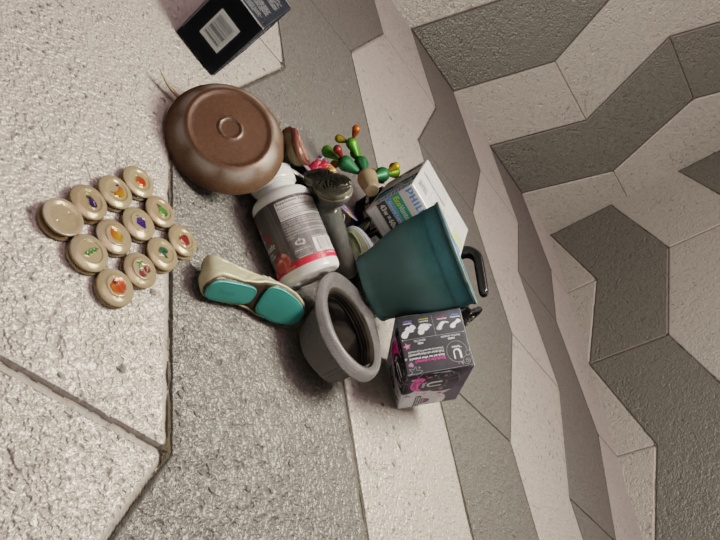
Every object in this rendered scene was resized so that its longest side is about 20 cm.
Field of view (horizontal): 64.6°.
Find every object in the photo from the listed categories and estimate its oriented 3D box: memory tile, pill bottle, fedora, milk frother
[{"bbox_3d":[-0.304,-0.052,0.742,0.155,0.017,0.200,56,28,-13],"label":"memory tile"},{"bbox_3d":[-0.122,-0.078,0.988,0.110,0.110,0.203,-7,72,-62],"label":"pill bottle"},{"bbox_3d":[-0.044,0.112,0.974,0.177,0.090,0.202,42,26,-37],"label":"fedora"},{"bbox_3d":[0.234,0.044,1.497,0.201,0.177,0.191,99,-15,-64],"label":"milk frother"}]

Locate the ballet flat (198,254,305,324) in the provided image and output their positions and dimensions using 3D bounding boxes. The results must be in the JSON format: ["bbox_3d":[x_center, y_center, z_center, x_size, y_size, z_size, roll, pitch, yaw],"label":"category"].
[{"bbox_3d":[-0.165,0.027,0.876,0.199,0.069,0.071,29,42,-47],"label":"ballet flat"}]

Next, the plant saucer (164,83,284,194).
[{"bbox_3d":[-0.214,-0.223,0.924,0.197,0.037,0.204,9,69,-23],"label":"plant saucer"}]

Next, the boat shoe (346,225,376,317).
[{"bbox_3d":[0.000,0.000,1.179,0.062,0.071,0.203,9,61,-60],"label":"boat shoe"}]

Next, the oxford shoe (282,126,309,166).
[{"bbox_3d":[-0.142,-0.219,1.055,0.200,0.074,0.072,-131,-161,-70],"label":"oxford shoe"}]

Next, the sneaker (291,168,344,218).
[{"bbox_3d":[-0.122,-0.150,1.124,0.199,0.073,0.085,35,10,-37],"label":"sneaker"}]

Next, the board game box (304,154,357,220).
[{"bbox_3d":[-0.061,-0.192,1.193,0.200,0.039,0.158,48,8,2],"label":"board game box"}]

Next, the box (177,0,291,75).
[{"bbox_3d":[-0.242,-0.495,1.118,0.105,0.147,0.201,49,28,-22],"label":"box"}]

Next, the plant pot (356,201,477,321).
[{"bbox_3d":[0.099,0.000,1.081,0.200,0.185,0.203,-21,90,-79],"label":"plant pot"}]

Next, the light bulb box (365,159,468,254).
[{"bbox_3d":[0.132,-0.110,1.264,0.200,0.124,0.200,57,27,-12],"label":"light bulb box"}]

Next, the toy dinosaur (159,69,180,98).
[{"bbox_3d":[-0.263,-0.266,0.993,0.198,0.058,0.102,12,39,-51],"label":"toy dinosaur"}]

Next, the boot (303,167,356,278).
[{"bbox_3d":[-0.045,-0.075,1.046,0.182,0.071,0.204,-129,-152,-63],"label":"boot"}]

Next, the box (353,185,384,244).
[{"bbox_3d":[0.074,-0.069,1.357,0.200,0.085,0.165,45,32,-31],"label":"box"}]

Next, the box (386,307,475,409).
[{"bbox_3d":[0.126,0.174,1.083,0.201,0.129,0.117,94,-14,-59],"label":"box"}]

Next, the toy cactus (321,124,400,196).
[{"bbox_3d":[0.015,-0.228,1.252,0.198,0.103,0.167,22,33,-32],"label":"toy cactus"}]
